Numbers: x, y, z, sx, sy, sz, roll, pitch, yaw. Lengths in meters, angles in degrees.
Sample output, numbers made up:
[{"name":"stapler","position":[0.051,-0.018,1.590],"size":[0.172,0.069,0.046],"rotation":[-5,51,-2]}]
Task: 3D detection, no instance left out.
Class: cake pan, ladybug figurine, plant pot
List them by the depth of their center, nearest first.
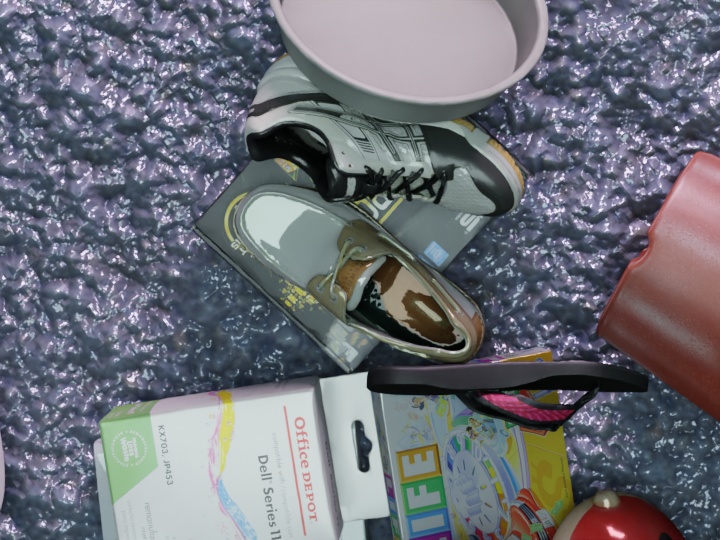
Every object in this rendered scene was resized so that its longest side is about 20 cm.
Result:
[{"name":"plant pot","position":[0.281,0.028,1.294],"size":[0.194,0.201,0.202],"rotation":[30,96,10]},{"name":"cake pan","position":[0.031,-0.177,1.305],"size":[0.199,0.201,0.037],"rotation":[18,140,2]},{"name":"ladybug figurine","position":[0.198,0.255,1.348],"size":[0.135,0.072,0.202],"rotation":[-21,103,-21]}]

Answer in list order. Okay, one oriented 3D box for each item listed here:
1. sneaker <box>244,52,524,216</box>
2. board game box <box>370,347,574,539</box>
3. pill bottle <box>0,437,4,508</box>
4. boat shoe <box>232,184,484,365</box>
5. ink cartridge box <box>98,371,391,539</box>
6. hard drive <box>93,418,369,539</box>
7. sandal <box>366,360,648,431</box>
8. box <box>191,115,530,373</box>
[{"name":"sneaker","position":[0.012,-0.071,1.291],"size":[0.199,0.076,0.088],"rotation":[23,53,7]},{"name":"board game box","position":[0.088,0.167,1.369],"size":[0.133,0.034,0.202],"rotation":[-10,94,-12]},{"name":"pill bottle","position":[-0.373,0.147,1.380],"size":[0.198,0.114,0.115],"rotation":[-8,94,5]},{"name":"boat shoe","position":[0.000,0.000,1.316],"size":[0.199,0.068,0.075],"rotation":[28,97,0]},{"name":"ink cartridge box","position":[-0.079,0.144,1.355],"size":[0.198,0.067,0.118],"rotation":[-10,93,4]},{"name":"hard drive","position":[-0.095,0.184,1.407],"size":[0.198,0.027,0.133],"rotation":[-5,94,5]},{"name":"sandal","position":[0.103,0.090,1.315],"size":[0.198,0.075,0.046],"rotation":[-1,77,-5]},{"name":"box","position":[0.000,-0.052,1.369],"size":[0.161,0.049,0.200],"rotation":[43,96,-4]}]
